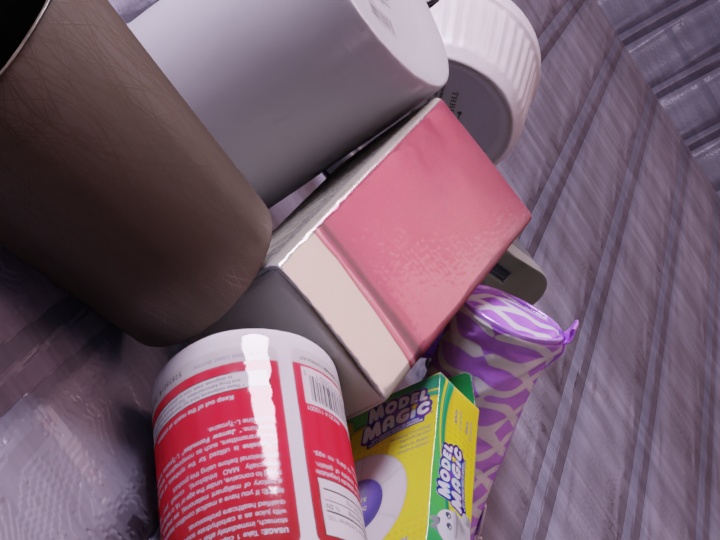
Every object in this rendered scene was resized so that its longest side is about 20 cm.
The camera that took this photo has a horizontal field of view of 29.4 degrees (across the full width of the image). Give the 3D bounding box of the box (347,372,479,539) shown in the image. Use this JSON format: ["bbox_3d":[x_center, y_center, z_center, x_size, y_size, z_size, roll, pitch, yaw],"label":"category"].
[{"bbox_3d":[0.012,0.147,0.833,0.048,0.117,0.201,46,34,-28],"label":"box"}]

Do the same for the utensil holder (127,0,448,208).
[{"bbox_3d":[-0.062,-0.143,0.956,0.170,0.199,0.171,45,26,-29],"label":"utensil holder"}]

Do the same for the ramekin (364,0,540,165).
[{"bbox_3d":[0.066,-0.168,1.271,0.202,0.201,0.095,44,38,-32],"label":"ramekin"}]

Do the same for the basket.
[{"bbox_3d":[-0.151,-0.061,0.769,0.200,0.135,0.182,47,27,-35],"label":"basket"}]

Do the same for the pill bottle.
[{"bbox_3d":[-0.053,0.142,0.743,0.112,0.112,0.202,36,32,-43],"label":"pill bottle"}]

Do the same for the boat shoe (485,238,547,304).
[{"bbox_3d":[0.110,-0.030,1.361,0.200,0.070,0.072,38,13,-41],"label":"boat shoe"}]

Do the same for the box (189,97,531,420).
[{"bbox_3d":[0.000,0.000,0.901,0.109,0.127,0.200,50,51,-9],"label":"box"}]

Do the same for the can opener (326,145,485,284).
[{"bbox_3d":[0.039,-0.055,1.226,0.201,0.066,0.053,54,23,-13],"label":"can opener"}]

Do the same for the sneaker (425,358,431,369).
[{"bbox_3d":[0.084,0.109,1.150,0.081,0.078,0.200,28,27,-3],"label":"sneaker"}]

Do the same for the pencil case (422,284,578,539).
[{"bbox_3d":[0.072,0.111,0.938,0.085,0.202,0.084,23,21,10],"label":"pencil case"}]

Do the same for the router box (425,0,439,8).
[{"bbox_3d":[-0.049,-0.228,1.087,0.052,0.199,0.158,-33,93,-40],"label":"router box"}]

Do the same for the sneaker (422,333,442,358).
[{"bbox_3d":[0.006,0.045,1.035,0.199,0.080,0.089,23,46,-46],"label":"sneaker"}]
